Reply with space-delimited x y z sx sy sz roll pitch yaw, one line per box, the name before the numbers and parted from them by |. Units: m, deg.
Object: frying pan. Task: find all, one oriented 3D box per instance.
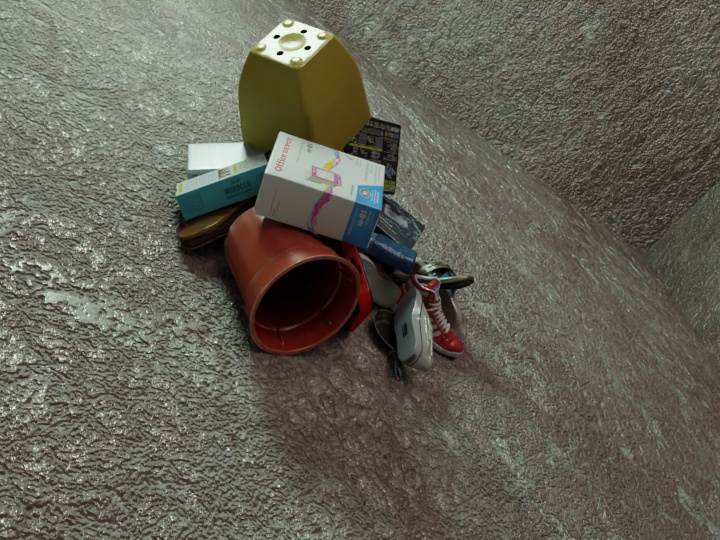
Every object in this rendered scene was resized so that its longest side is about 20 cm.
frying pan | 0.078 0.155 1.310 0.114 0.031 0.192 19 37 -36

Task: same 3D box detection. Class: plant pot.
plant pot | -0.131 0.000 1.118 0.199 0.203 0.196 11 29 -43
plant pot | -0.114 -0.344 1.244 0.193 0.202 0.195 26 59 24

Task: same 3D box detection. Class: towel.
towel | 0.027 -0.057 1.375 0.197 0.049 0.112 28 6 3

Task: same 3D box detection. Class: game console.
game console | -0.030 -0.001 1.214 0.030 0.177 0.204 -13 75 -14

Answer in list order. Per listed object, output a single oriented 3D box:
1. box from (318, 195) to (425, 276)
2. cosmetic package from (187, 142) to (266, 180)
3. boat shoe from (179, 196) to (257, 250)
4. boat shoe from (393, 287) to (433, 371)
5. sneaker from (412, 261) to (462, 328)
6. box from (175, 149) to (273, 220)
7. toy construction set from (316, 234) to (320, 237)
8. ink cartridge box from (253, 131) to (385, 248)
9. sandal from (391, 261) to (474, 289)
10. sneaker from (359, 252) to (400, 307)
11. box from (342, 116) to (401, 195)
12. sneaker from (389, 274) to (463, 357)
box | 0.027 -0.095 1.535 0.196 0.118 0.200 39 25 0
cosmetic package | -0.236 -0.196 1.300 0.196 0.072 0.102 -4 40 -10
boat shoe | -0.244 -0.083 1.202 0.069 0.071 0.200 5 32 33
boat shoe | 0.113 0.117 1.312 0.065 0.072 0.201 34 27 -22
sneaker | 0.206 0.054 1.579 0.110 0.078 0.201 1 39 -38
box | -0.234 -0.157 1.205 0.082 0.197 0.050 -121 -168 -63
toy construction set | -0.130 -0.074 1.332 0.131 0.092 0.200 44 38 -2
ink cartridge box | -0.065 -0.136 1.105 0.196 0.086 0.146 16 37 -7
sandal | 0.159 0.007 1.493 0.198 0.059 0.079 6 -6 31
sneaker | 0.000 0.000 1.374 0.200 0.075 0.105 36 13 -48
box | 0.013 -0.255 1.465 0.044 0.164 0.198 10 8 36
sneaker | 0.165 0.093 1.426 0.199 0.113 0.071 38 27 -3
